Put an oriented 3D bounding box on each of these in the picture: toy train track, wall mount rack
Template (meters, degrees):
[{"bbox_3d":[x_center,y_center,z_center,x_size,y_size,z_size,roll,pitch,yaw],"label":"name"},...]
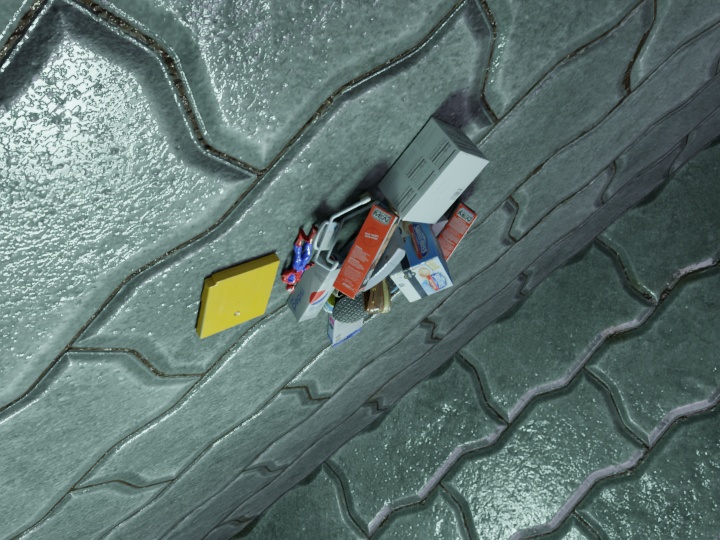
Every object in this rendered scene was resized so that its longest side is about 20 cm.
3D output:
[{"bbox_3d":[0.050,-0.152,1.438,0.113,0.033,0.199,-27,155,20],"label":"toy train track"},{"bbox_3d":[-0.034,-0.090,1.328,0.177,0.073,0.200,-66,172,7],"label":"wall mount rack"}]

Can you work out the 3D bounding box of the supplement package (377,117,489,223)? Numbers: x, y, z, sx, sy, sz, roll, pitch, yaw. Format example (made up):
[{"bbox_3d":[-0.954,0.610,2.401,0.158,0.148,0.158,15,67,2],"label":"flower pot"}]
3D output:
[{"bbox_3d":[0.165,-0.221,1.375,0.201,0.112,0.154,-48,155,26],"label":"supplement package"}]

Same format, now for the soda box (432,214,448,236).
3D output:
[{"bbox_3d":[0.158,-0.087,1.684,0.067,0.064,0.201,-15,149,-42],"label":"soda box"}]

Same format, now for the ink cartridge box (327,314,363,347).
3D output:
[{"bbox_3d":[-0.044,0.159,1.876,0.118,0.042,0.202,-30,154,-21],"label":"ink cartridge box"}]

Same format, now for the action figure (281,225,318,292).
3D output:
[{"bbox_3d":[-0.140,-0.015,1.392,0.065,0.052,0.201,-25,157,-39],"label":"action figure"}]

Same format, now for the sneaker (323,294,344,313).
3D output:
[{"bbox_3d":[-0.015,0.086,1.662,0.195,0.076,0.082,6,150,-23],"label":"sneaker"}]

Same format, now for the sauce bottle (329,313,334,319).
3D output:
[{"bbox_3d":[-0.002,0.095,1.749,0.197,0.065,0.065,-16,150,-38],"label":"sauce bottle"}]

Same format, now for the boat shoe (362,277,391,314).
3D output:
[{"bbox_3d":[0.025,0.008,1.507,0.066,0.206,0.072,-5,168,-22],"label":"boat shoe"}]

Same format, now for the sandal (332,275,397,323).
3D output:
[{"bbox_3d":[0.013,0.070,1.587,0.198,0.076,0.048,-33,-169,-6],"label":"sandal"}]

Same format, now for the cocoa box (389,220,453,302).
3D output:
[{"bbox_3d":[0.144,-0.029,1.548,0.128,0.136,0.200,-21,152,12],"label":"cocoa box"}]

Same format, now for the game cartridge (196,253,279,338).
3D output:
[{"bbox_3d":[-0.275,0.057,1.347,0.174,0.033,0.202,-21,150,-36],"label":"game cartridge"}]

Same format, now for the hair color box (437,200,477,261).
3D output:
[{"bbox_3d":[0.248,-0.094,1.709,0.202,0.063,0.111,-56,180,12],"label":"hair color box"}]

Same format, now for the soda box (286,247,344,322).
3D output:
[{"bbox_3d":[-0.110,0.037,1.506,0.063,0.069,0.201,-13,147,-45],"label":"soda box"}]

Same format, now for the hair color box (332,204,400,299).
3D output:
[{"bbox_3d":[0.016,-0.044,1.352,0.204,0.060,0.101,-63,172,10],"label":"hair color box"}]

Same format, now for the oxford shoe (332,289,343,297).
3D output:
[{"bbox_3d":[0.000,0.000,1.579,0.198,0.074,0.071,-37,140,-6],"label":"oxford shoe"}]

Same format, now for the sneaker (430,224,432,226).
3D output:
[{"bbox_3d":[0.155,-0.151,1.537,0.094,0.080,0.202,-17,150,-36],"label":"sneaker"}]

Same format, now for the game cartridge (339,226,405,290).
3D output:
[{"bbox_3d":[0.023,-0.033,1.450,0.041,0.136,0.199,15,138,-43],"label":"game cartridge"}]
